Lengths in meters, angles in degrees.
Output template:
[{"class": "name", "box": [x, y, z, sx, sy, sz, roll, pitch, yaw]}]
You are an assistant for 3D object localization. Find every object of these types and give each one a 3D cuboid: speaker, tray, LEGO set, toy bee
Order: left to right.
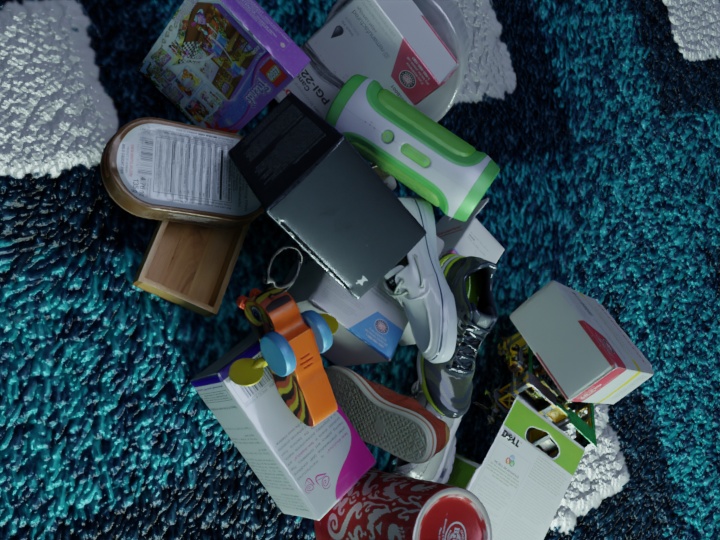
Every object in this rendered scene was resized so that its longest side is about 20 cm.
[{"class": "tray", "box": [-0.187, -0.056, 0.914, 0.098, 0.037, 0.201, 26, 67, -23]}, {"class": "toy bee", "box": [-0.080, 0.060, 0.811, 0.130, 0.108, 0.202, -5, 106, -40]}, {"class": "speaker", "box": [0.059, -0.142, 0.884, 0.199, 0.089, 0.089, 35, 63, 4]}, {"class": "LEGO set", "box": [0.244, 0.193, 1.097, 0.200, 0.116, 0.154, 37, 34, -23]}]

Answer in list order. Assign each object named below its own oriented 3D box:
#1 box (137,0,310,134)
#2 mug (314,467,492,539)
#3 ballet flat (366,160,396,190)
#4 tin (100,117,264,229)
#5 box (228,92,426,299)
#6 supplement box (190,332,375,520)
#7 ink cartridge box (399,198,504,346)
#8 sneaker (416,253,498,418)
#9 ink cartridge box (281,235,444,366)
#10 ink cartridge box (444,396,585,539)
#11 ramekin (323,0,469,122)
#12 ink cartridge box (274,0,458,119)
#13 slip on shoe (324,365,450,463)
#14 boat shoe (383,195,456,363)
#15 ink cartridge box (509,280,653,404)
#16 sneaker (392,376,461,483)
[{"class": "box", "box": [-0.161, -0.234, 0.868, 0.137, 0.200, 0.039, 45, 55, -15]}, {"class": "mug", "box": [0.056, 0.320, 0.884, 0.133, 0.200, 0.179, -16, 88, -32]}, {"class": "ballet flat", "box": [0.043, -0.147, 1.055, 0.200, 0.071, 0.071, -36, 99, -31]}, {"class": "tin", "box": [-0.194, -0.110, 0.880, 0.199, 0.042, 0.113, 6, 81, -30]}, {"class": "box", "box": [-0.041, -0.085, 0.822, 0.104, 0.200, 0.148, -43, 123, 2]}, {"class": "supplement box", "box": [-0.089, 0.175, 0.885, 0.101, 0.103, 0.201, -37, 98, -32]}, {"class": "ink cartridge box", "box": [0.114, 0.002, 1.032, 0.067, 0.116, 0.200, 44, 63, -16]}, {"class": "sneaker", "box": [0.119, 0.074, 0.906, 0.073, 0.081, 0.202, 9, 80, -27]}, {"class": "ink cartridge box", "box": [0.000, 0.000, 0.959, 0.128, 0.125, 0.201, 38, 63, -19]}, {"class": "ink cartridge box", "box": [0.191, 0.286, 1.020, 0.148, 0.076, 0.201, 37, 76, -19]}, {"class": "ramekin", "box": [0.053, -0.291, 1.015, 0.203, 0.202, 0.094, 51, 39, -12]}, {"class": "ink cartridge box", "box": [-0.003, -0.246, 0.957, 0.146, 0.200, 0.085, 49, 41, -12]}, {"class": "slip on shoe", "box": [0.023, 0.169, 0.911, 0.061, 0.199, 0.075, 2, 103, -46]}, {"class": "boat shoe", "box": [0.056, 0.010, 0.882, 0.066, 0.074, 0.201, 1, 67, -28]}, {"class": "ink cartridge box", "box": [0.315, 0.107, 1.074, 0.200, 0.083, 0.146, 16, 36, -54]}, {"class": "sneaker", "box": [0.089, 0.181, 1.000, 0.082, 0.075, 0.201, 19, 71, -36]}]
